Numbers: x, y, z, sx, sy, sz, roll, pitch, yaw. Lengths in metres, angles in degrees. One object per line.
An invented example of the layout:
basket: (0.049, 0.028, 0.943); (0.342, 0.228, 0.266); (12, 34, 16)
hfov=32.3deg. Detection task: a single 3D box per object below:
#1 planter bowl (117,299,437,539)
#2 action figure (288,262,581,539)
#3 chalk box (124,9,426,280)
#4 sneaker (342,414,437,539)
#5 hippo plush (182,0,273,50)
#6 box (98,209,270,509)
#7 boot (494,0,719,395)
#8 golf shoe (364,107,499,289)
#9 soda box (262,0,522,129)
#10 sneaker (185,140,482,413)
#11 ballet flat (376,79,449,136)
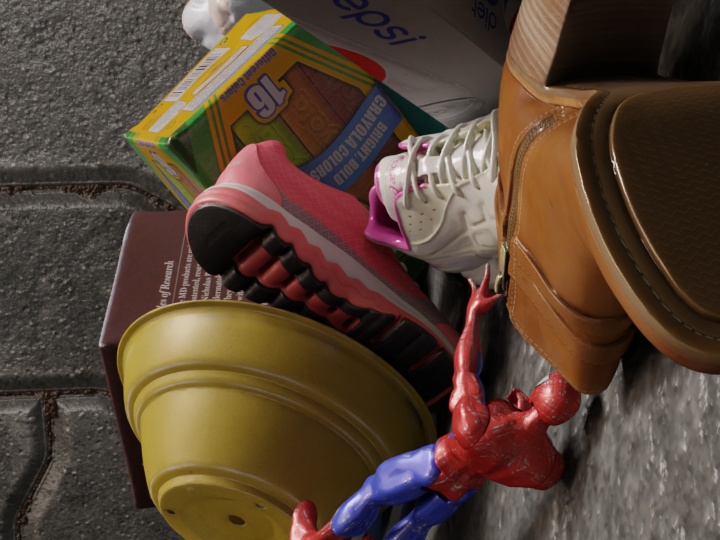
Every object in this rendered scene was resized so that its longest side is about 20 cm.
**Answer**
planter bowl: (-0.061, 0.113, 0.716); (0.201, 0.198, 0.084); (109, 180, -53)
action figure: (0.042, 0.078, 0.601); (0.200, 0.065, 0.100); (-41, 26, 48)
chalk box: (-0.030, -0.050, 0.791); (0.125, 0.200, 0.124); (-46, 22, -11)
sneaker: (-0.005, 0.123, 0.830); (0.074, 0.082, 0.202); (45, 137, 41)
hippo plush: (-0.041, -0.129, 0.946); (0.159, 0.197, 0.163); (124, 149, -82)
box: (-0.077, 0.063, 0.947); (0.165, 0.197, 0.167); (-92, -2, -53)
boot: (0.085, -0.005, 0.435); (0.156, 0.076, 0.201); (95, 164, -44)
golf shoe: (0.056, -0.041, 0.607); (0.200, 0.090, 0.076); (123, 156, -68)
soda box: (0.027, -0.125, 0.564); (0.199, 0.068, 0.064); (24, -112, -54)
sneaker: (0.000, 0.000, 0.699); (0.074, 0.200, 0.087); (-33, 24, 44)
ballet flat: (0.017, -0.148, 0.788); (0.069, 0.200, 0.070); (-34, 22, 16)
